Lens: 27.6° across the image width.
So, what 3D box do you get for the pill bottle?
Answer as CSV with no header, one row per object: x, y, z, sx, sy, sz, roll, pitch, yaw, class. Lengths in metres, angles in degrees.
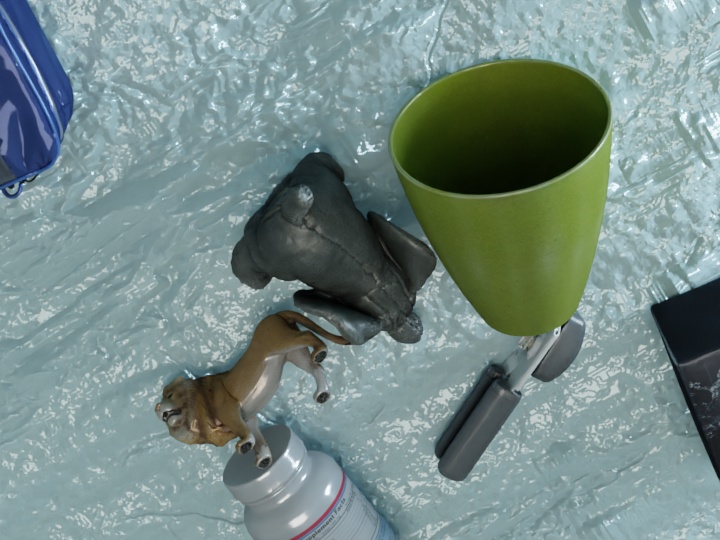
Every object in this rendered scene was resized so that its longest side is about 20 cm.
-0.042,0.247,1.418,0.108,0.109,0.200,-33,113,12,pill bottle

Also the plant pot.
0.133,-0.047,1.265,0.186,0.188,0.201,-13,130,3,plant pot

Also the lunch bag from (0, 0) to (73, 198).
-0.325,-0.150,1.199,0.135,0.132,0.201,-22,114,8,lunch bag

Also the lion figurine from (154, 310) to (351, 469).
-0.097,0.098,1.354,0.200,0.123,0.072,-44,140,6,lion figurine

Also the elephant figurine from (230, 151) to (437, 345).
0.000,0.000,1.278,0.200,0.155,0.141,40,123,-9,elephant figurine

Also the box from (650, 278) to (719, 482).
0.403,0.100,1.369,0.199,0.118,0.197,-23,115,9,box

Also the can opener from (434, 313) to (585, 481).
0.142,0.120,1.398,0.066,0.053,0.200,30,111,-17,can opener
